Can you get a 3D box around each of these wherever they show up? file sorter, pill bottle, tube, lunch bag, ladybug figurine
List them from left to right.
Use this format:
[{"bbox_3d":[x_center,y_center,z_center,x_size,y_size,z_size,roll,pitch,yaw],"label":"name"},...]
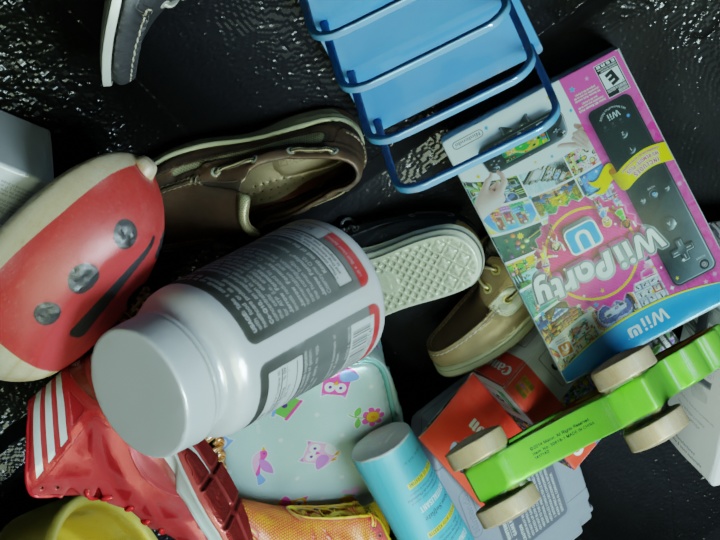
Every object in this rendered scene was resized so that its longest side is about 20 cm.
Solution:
[{"bbox_3d":[-0.205,0.003,1.630,0.200,0.072,0.136,-51,153,14],"label":"ladybug figurine"},{"bbox_3d":[-0.086,0.048,1.633,0.200,0.114,0.114,-28,137,-42],"label":"pill bottle"},{"bbox_3d":[-0.037,0.136,1.824,0.160,0.077,0.200,-16,127,-7],"label":"lunch bag"},{"bbox_3d":[0.036,-0.174,1.594,0.138,0.123,0.200,-25,125,7],"label":"file sorter"},{"bbox_3d":[0.059,0.211,1.791,0.050,0.077,0.200,-6,121,46],"label":"tube"}]

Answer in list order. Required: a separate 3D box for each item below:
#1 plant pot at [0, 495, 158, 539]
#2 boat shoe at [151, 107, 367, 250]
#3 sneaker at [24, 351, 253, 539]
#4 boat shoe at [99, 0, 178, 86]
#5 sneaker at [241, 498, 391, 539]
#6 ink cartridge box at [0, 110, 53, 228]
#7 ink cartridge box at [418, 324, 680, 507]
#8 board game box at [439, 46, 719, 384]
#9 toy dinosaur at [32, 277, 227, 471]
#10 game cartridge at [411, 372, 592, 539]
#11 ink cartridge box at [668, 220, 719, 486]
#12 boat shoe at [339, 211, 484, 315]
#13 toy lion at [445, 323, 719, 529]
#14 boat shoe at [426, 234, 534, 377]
[{"bbox_3d":[-0.262,0.296,1.832,0.189,0.201,0.201,-22,126,23],"label":"plant pot"},{"bbox_3d":[-0.092,-0.057,1.685,0.202,0.075,0.075,-23,125,6],"label":"boat shoe"},{"bbox_3d":[-0.168,0.156,1.685,0.115,0.078,0.200,-31,95,13],"label":"sneaker"},{"bbox_3d":[-0.137,-0.215,1.576,0.060,0.074,0.201,9,113,-10],"label":"boat shoe"},{"bbox_3d":[-0.026,0.204,1.796,0.200,0.073,0.077,23,94,-35],"label":"sneaker"},{"bbox_3d":[-0.327,-0.030,1.654,0.144,0.085,0.200,23,115,-22],"label":"ink cartridge box"},{"bbox_3d":[0.147,0.091,1.796,0.200,0.050,0.109,-49,123,-11],"label":"ink cartridge box"},{"bbox_3d":[0.167,-0.041,1.693,0.147,0.064,0.200,-28,96,4],"label":"board game box"},{"bbox_3d":[-0.162,0.082,1.726,0.136,0.200,0.102,-32,159,19],"label":"toy dinosaur"},{"bbox_3d":[0.111,0.162,1.862,0.133,0.042,0.200,-33,127,-18],"label":"game cartridge"},{"bbox_3d":[0.328,0.054,1.811,0.145,0.085,0.200,-11,129,-26],"label":"ink cartridge box"},{"bbox_3d":[0.000,0.000,1.750,0.199,0.062,0.075,-14,112,17],"label":"boat shoe"},{"bbox_3d":[0.178,0.103,1.705,0.200,0.192,0.069,-30,88,19],"label":"toy lion"},{"bbox_3d":[0.119,-0.003,1.768,0.200,0.074,0.066,-43,118,6],"label":"boat shoe"}]
